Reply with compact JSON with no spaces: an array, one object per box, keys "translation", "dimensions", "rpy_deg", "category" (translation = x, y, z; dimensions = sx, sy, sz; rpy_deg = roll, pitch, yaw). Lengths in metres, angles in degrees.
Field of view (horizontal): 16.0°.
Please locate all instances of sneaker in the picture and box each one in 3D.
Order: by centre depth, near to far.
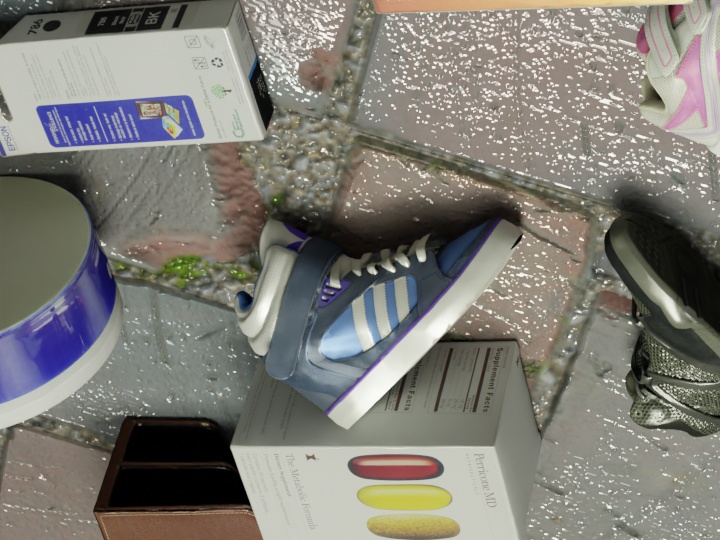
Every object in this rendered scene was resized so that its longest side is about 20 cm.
[{"translation":[0.218,-0.149,1.597],"dimensions":[0.088,0.081,0.200],"rpy_deg":[10,134,4],"category":"sneaker"},{"translation":[0.210,0.048,1.791],"dimensions":[0.114,0.076,0.199],"rpy_deg":[-27,126,27],"category":"sneaker"},{"translation":[0.000,0.000,1.805],"dimensions":[0.146,0.081,0.200],"rpy_deg":[44,108,3],"category":"sneaker"}]

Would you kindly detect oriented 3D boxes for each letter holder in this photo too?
[{"translation":[-0.110,0.222,2.033],"dimensions":[0.142,0.101,0.200],"rpy_deg":[-1,132,15],"category":"letter holder"}]

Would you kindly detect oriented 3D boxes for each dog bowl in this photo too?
[{"translation":[-0.274,0.023,1.819],"dimensions":[0.200,0.200,0.079],"rpy_deg":[-1,129,17],"category":"dog bowl"}]

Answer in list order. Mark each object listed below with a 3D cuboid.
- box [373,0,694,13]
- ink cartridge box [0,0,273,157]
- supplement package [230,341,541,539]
[{"translation":[0.099,-0.245,1.522],"dimensions":[0.200,0.106,0.152],"rpy_deg":[-1,132,17],"category":"box"},{"translation":[-0.167,-0.131,1.756],"dimensions":[0.200,0.039,0.100],"rpy_deg":[-3,132,17],"category":"ink cartridge box"},{"translation":[0.022,0.129,1.897],"dimensions":[0.200,0.110,0.114],"rpy_deg":[-2,132,18],"category":"supplement package"}]
